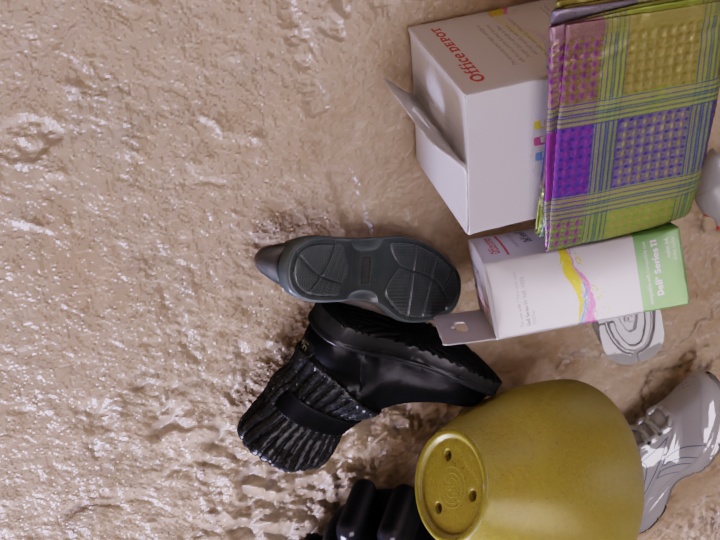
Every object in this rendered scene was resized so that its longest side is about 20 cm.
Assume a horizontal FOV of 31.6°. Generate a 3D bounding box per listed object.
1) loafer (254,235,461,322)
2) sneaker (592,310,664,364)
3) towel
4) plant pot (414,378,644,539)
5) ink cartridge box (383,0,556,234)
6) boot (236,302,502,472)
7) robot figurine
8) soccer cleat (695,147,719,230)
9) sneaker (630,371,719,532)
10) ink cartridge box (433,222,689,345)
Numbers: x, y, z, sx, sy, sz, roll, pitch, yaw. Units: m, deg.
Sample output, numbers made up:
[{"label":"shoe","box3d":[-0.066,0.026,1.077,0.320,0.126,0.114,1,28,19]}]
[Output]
[{"label":"loafer","box3d":[0.000,0.000,1.088,0.200,0.063,0.072,11,91,-41]},{"label":"sneaker","box3d":[0.230,-0.019,1.152,0.076,0.081,0.201,-2,104,3]},{"label":"towel","box3d":[0.199,-0.114,0.944,0.143,0.023,0.201,-13,126,-14]},{"label":"plant pot","box3d":[0.134,0.195,1.156,0.142,0.200,0.200,8,119,-35]},{"label":"ink cartridge box","box3d":[0.129,-0.126,1.004,0.199,0.129,0.126,-13,126,-11]},{"label":"boot","box3d":[0.008,0.117,1.148,0.211,0.079,0.158,20,110,-25]},{"label":"robot figurine","box3d":[0.031,0.294,1.246,0.125,0.150,0.200,-29,130,-20]},{"label":"soccer cleat","box3d":[0.405,-0.086,1.173,0.199,0.069,0.078,-8,121,-12]},{"label":"sneaker","box3d":[0.297,0.184,1.298,0.087,0.075,0.200,20,112,-25]},{"label":"ink cartridge box","box3d":[0.156,0.003,1.055,0.199,0.117,0.068,-11,101,0]}]
